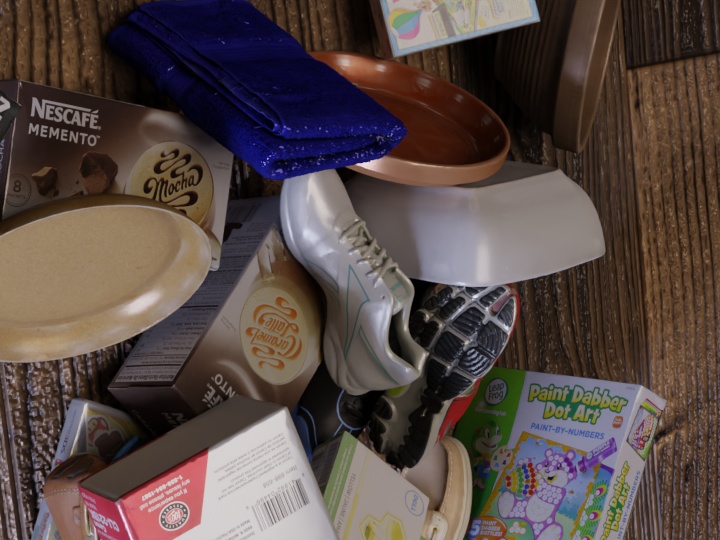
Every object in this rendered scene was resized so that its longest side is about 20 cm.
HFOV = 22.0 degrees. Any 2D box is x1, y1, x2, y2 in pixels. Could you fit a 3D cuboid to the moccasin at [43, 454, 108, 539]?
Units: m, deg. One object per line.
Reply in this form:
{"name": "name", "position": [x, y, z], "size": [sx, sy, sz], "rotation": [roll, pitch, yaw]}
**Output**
{"name": "moccasin", "position": [-0.164, 0.227, 1.377], "size": [0.074, 0.078, 0.202], "rotation": [-31, 114, -36]}

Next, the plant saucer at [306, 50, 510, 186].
{"name": "plant saucer", "position": [0.021, -0.120, 1.489], "size": [0.200, 0.200, 0.032], "rotation": [-10, 128, -42]}

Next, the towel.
{"name": "towel", "position": [-0.076, -0.145, 1.387], "size": [0.148, 0.200, 0.050], "rotation": [-16, 135, -42]}

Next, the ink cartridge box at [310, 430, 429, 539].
{"name": "ink cartridge box", "position": [0.027, 0.246, 1.504], "size": [0.200, 0.048, 0.146], "rotation": [40, 42, -21]}

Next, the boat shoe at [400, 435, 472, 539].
{"name": "boat shoe", "position": [0.039, 0.235, 1.605], "size": [0.069, 0.074, 0.200], "rotation": [27, 76, -47]}

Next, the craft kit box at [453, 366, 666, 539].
{"name": "craft kit box", "position": [0.155, 0.188, 1.624], "size": [0.048, 0.200, 0.198], "rotation": [33, 71, -38]}

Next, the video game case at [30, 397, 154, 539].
{"name": "video game case", "position": [-0.168, 0.212, 1.443], "size": [0.200, 0.023, 0.182], "rotation": [24, 77, -42]}

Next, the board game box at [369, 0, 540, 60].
{"name": "board game box", "position": [0.062, -0.290, 1.550], "size": [0.134, 0.034, 0.200], "rotation": [-15, 95, -13]}

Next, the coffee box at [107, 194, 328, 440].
{"name": "coffee box", "position": [-0.093, 0.051, 1.445], "size": [0.114, 0.080, 0.200], "rotation": [52, 52, -32]}

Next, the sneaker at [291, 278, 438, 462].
{"name": "sneaker", "position": [0.004, 0.078, 1.556], "size": [0.070, 0.078, 0.200], "rotation": [31, 73, -42]}

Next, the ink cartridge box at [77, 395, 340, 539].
{"name": "ink cartridge box", "position": [-0.093, 0.212, 1.330], "size": [0.144, 0.084, 0.200], "rotation": [-28, 106, -26]}

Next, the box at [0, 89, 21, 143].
{"name": "box", "position": [-0.329, -0.128, 1.142], "size": [0.160, 0.200, 0.049], "rotation": [44, 63, -37]}

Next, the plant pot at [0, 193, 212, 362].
{"name": "plant pot", "position": [-0.204, 0.002, 1.303], "size": [0.200, 0.200, 0.028], "rotation": [10, 50, -43]}

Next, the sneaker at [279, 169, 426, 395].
{"name": "sneaker", "position": [0.000, 0.000, 1.436], "size": [0.070, 0.080, 0.201], "rotation": [-34, 110, -44]}

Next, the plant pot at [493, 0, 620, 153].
{"name": "plant pot", "position": [0.175, -0.212, 1.659], "size": [0.201, 0.093, 0.201], "rotation": [13, 90, -79]}

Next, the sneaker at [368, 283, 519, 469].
{"name": "sneaker", "position": [0.073, 0.074, 1.522], "size": [0.085, 0.077, 0.200], "rotation": [-29, 157, -53]}

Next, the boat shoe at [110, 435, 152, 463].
{"name": "boat shoe", "position": [-0.122, 0.212, 1.424], "size": [0.200, 0.069, 0.084], "rotation": [50, 61, -35]}

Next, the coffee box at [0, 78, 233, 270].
{"name": "coffee box", "position": [-0.196, -0.068, 1.354], "size": [0.200, 0.080, 0.113], "rotation": [10, 88, -43]}

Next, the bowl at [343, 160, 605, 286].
{"name": "bowl", "position": [0.081, -0.047, 1.530], "size": [0.200, 0.199, 0.075], "rotation": [-15, 109, -45]}
